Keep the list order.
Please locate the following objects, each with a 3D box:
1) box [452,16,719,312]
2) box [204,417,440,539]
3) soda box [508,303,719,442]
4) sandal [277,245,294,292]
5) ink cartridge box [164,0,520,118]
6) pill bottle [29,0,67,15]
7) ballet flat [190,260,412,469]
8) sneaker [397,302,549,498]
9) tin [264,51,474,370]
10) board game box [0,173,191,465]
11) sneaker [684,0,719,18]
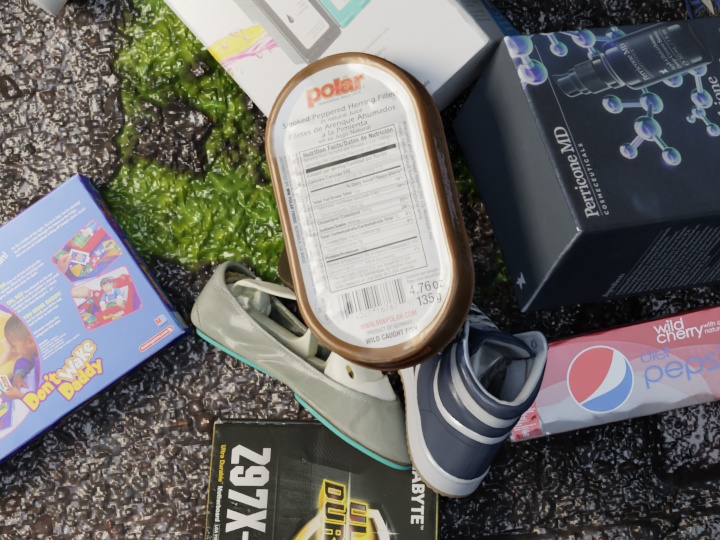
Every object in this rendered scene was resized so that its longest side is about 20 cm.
[{"bbox_3d":[0.184,-0.072,1.461,0.199,0.107,0.149,-8,64,-23],"label":"box"},{"bbox_3d":[-0.026,0.198,1.507,0.159,0.049,0.201,1,59,4],"label":"box"},{"bbox_3d":[0.191,0.066,1.532,0.199,0.070,0.064,-12,89,2],"label":"soda box"},{"bbox_3d":[0.000,0.000,1.495,0.055,0.200,0.082,38,93,-29],"label":"sandal"},{"bbox_3d":[-0.019,-0.180,1.499,0.146,0.147,0.200,-42,86,14],"label":"ink cartridge box"},{"bbox_3d":[-0.190,-0.281,1.538,0.112,0.112,0.201,33,91,3],"label":"pill bottle"},{"bbox_3d":[-0.031,0.059,1.520,0.200,0.067,0.064,33,107,23],"label":"ballet flat"},{"bbox_3d":[0.064,0.038,1.485,0.070,0.109,0.201,6,50,-25],"label":"sneaker"},{"bbox_3d":[0.005,-0.038,1.393,0.111,0.042,0.201,-15,79,9],"label":"tin"},{"bbox_3d":[-0.238,0.044,1.566,0.200,0.045,0.135,-34,88,1],"label":"board game box"},{"bbox_3d":[0.247,-0.210,1.532,0.075,0.078,0.200,-34,87,2],"label":"sneaker"}]
